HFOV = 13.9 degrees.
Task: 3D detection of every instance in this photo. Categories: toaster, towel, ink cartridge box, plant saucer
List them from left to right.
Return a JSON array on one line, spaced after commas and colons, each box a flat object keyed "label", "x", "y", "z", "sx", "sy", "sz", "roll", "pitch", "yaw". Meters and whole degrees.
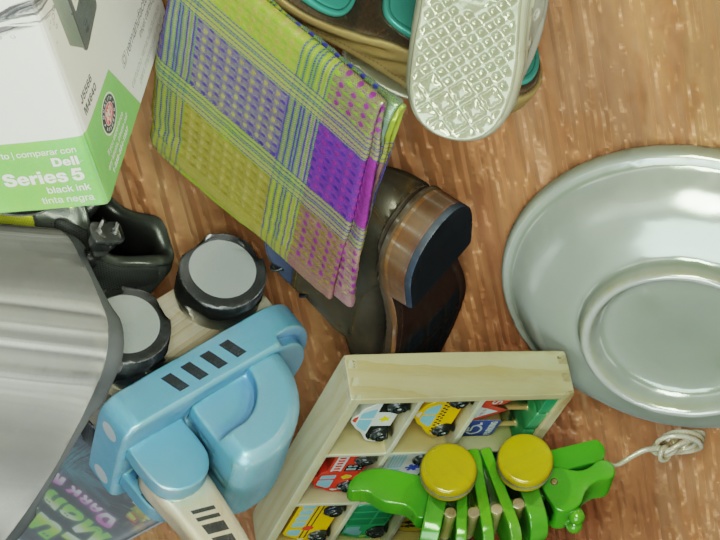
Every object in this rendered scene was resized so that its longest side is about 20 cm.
[{"label": "toaster", "x": -0.211, "y": 0.050, "z": 1.490, "sx": 0.129, "sy": 0.114, "sz": 0.200, "roll": 8, "pitch": 129, "yaw": -37}, {"label": "ink cartridge box", "x": -0.167, "y": -0.148, "z": 1.384, "sx": 0.084, "sy": 0.146, "sz": 0.200, "roll": -3, "pitch": 133, "yaw": 15}, {"label": "towel", "x": -0.044, "y": -0.072, "z": 1.428, "sx": 0.144, "sy": 0.023, "sz": 0.200, "roll": 41, "pitch": 154, "yaw": 16}, {"label": "plant saucer", "x": 0.170, "y": 0.024, "z": 1.534, "sx": 0.200, "sy": 0.050, "sz": 0.200, "roll": 8, "pitch": 136, "yaw": 7}]

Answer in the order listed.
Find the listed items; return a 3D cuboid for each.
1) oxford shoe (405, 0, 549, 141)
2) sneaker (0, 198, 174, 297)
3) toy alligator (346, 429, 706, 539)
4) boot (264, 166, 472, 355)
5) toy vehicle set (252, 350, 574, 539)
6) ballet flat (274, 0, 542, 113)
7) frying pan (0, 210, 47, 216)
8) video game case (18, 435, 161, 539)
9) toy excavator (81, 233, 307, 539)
[{"label": "oxford shoe", "x": 0.064, "y": -0.158, "z": 1.359, "sx": 0.075, "sy": 0.058, "sz": 0.200, "roll": 16, "pitch": 110, "yaw": 8}, {"label": "sneaker", "x": -0.182, "y": -0.042, "z": 1.555, "sx": 0.085, "sy": 0.075, "sz": 0.200, "roll": -34, "pitch": 127, "yaw": 30}, {"label": "toy alligator", "x": 0.094, "y": 0.122, "z": 1.577, "sx": 0.200, "sy": 0.054, "sz": 0.059, "roll": -6, "pitch": 153, "yaw": -9}, {"label": "boot", "x": 0.000, "y": 0.000, "z": 1.561, "sx": 0.097, "sy": 0.075, "sz": 0.200, "roll": 35, "pitch": 149, "yaw": 16}, {"label": "toy vehicle set", "x": 0.025, "y": 0.101, "z": 1.602, "sx": 0.124, "sy": 0.027, "sz": 0.200, "roll": -1, "pitch": 152, "yaw": -18}, {"label": "ballet flat", "x": -0.007, "y": -0.125, "z": 1.423, "sx": 0.200, "sy": 0.069, "sz": 0.063, "roll": 31, "pitch": 142, "yaw": -15}, {"label": "frying pan", "x": -0.219, "y": -0.102, "z": 1.485, "sx": 0.190, "sy": 0.115, "sz": 0.031, "roll": 44, "pitch": 122, "yaw": -1}, {"label": "video game case", "x": -0.214, "y": 0.102, "z": 1.729, "sx": 0.182, "sy": 0.023, "sz": 0.200, "roll": -30, "pitch": 121, "yaw": 36}, {"label": "toy excavator", "x": -0.084, "y": 0.108, "z": 1.532, "sx": 0.200, "sy": 0.194, "sz": 0.100, "roll": 49, "pitch": 152, "yaw": 19}]
